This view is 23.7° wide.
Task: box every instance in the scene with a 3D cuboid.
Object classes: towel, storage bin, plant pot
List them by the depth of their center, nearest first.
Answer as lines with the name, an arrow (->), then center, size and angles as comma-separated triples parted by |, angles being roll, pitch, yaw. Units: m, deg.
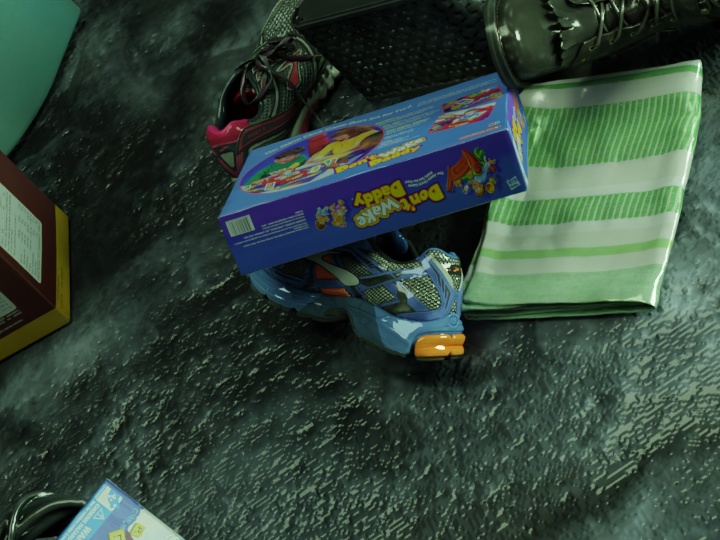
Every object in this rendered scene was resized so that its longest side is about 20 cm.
towel -> 0.149, -0.055, 1.159 | 0.152, 0.023, 0.201 | -5, 51, 35
storage bin -> 0.057, -0.217, 1.294 | 0.200, 0.094, 0.136 | -2, 52, 53
plant pot -> -0.381, -0.192, 1.622 | 0.141, 0.141, 0.201 | -10, 55, 32

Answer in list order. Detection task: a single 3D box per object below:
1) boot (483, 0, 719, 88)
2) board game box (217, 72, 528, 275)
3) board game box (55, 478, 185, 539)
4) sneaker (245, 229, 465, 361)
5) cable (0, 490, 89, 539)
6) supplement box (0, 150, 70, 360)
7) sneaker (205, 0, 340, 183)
boot -> 0.191, -0.180, 1.145 | 0.173, 0.070, 0.200 | -10, 8, 36
board game box -> 0.013, -0.069, 1.161 | 0.199, 0.045, 0.135 | -16, 20, 13
board game box -> -0.144, 0.260, 1.035 | 0.199, 0.041, 0.200 | 31, 74, 28
sneaker -> 0.000, 0.000, 1.172 | 0.199, 0.075, 0.079 | 20, 99, 38
cable -> -0.206, 0.236, 1.132 | 0.162, 0.051, 0.201 | -21, 52, 6
supplement box -> -0.376, -0.016, 1.402 | 0.197, 0.200, 0.133 | -28, 41, 15
sneaker -> -0.068, -0.154, 1.383 | 0.080, 0.075, 0.201 | -13, 46, 29
